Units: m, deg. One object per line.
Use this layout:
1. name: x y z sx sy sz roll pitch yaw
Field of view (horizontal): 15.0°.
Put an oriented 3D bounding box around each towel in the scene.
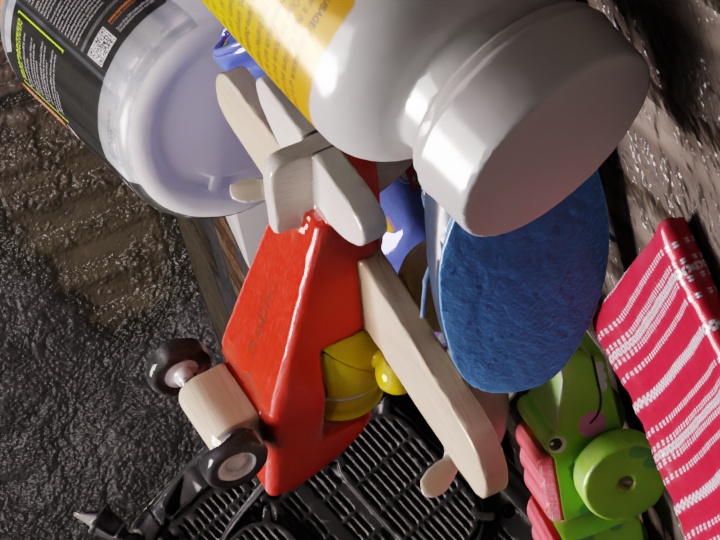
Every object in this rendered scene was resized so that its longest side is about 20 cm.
1. towel: 0.137 0.088 1.007 0.145 0.022 0.200 109 141 -77

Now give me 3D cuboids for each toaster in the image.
1. toaster: -0.011 0.140 1.409 0.200 0.181 0.119 47 173 4

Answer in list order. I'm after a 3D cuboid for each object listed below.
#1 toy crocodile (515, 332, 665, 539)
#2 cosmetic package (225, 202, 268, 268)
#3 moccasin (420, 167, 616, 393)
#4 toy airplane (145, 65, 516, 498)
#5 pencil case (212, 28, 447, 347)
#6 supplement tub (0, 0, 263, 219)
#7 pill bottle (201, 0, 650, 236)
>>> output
1. toy crocodile: 0.098 0.107 1.179 0.068 0.062 0.200 -120 13 -54
2. cosmetic package: -0.053 -0.109 1.568 0.085 0.108 0.200 78 171 -48
3. moccasin: 0.061 -0.049 1.067 0.068 0.080 0.200 -111 19 -59
4. toy airplane: 0.000 0.000 1.202 0.199 0.141 0.200 -6 91 59
5. pencil case: -0.002 -0.047 1.329 0.078 0.087 0.200 -45 -66 -49
6. supplement tub: -0.114 -0.119 1.451 0.200 0.123 0.123 41 153 48
7. pill bottle: 0.005 -0.110 0.946 0.200 0.113 0.113 48 164 22
